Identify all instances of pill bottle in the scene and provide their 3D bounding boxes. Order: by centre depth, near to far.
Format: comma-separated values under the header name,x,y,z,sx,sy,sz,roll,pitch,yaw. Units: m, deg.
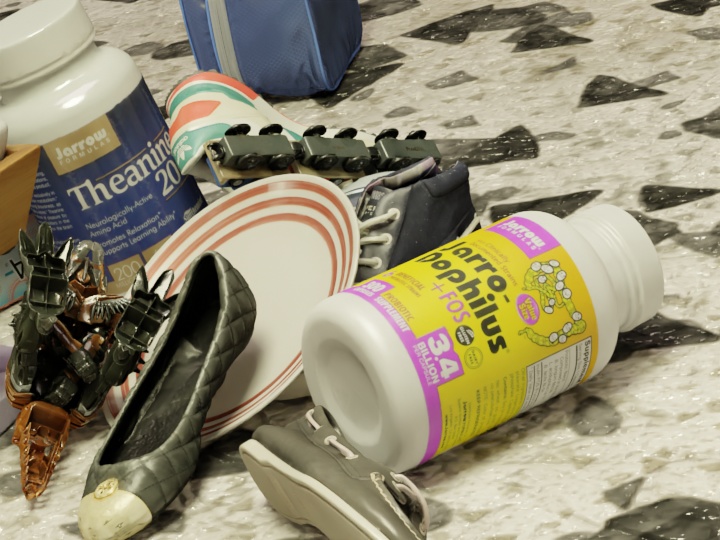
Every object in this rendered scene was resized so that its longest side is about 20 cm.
name,x,y,z,sx,sy,sz,roll,pitch,yaw
pill bottle,0.073,0.031,1.312,0.199,0.105,0.104,-24,23,-28
pill bottle,-0.184,-0.082,1.600,0.110,0.201,0.111,-22,22,10

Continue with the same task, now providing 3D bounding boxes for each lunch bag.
name,x,y,z,sx,sy,sz,roll,pitch,yaw
lunch bag,-0.083,-0.232,2.047,0.131,0.137,0.200,-7,20,14

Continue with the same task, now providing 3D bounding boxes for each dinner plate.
name,x,y,z,sx,sy,sz,roll,pitch,yaw
dinner plate,-0.077,0.028,1.421,0.199,0.024,0.201,-26,39,23

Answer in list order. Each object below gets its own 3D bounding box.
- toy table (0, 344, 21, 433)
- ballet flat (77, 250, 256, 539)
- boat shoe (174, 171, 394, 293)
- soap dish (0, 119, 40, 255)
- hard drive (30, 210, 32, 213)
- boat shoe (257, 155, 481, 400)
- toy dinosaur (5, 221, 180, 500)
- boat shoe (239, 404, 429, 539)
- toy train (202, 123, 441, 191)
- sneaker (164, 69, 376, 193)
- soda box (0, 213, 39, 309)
name,x,y,z,sx,sy,sz,roll,pitch,yaw
toy table,-0.292,0.054,1.452,0.183,0.118,0.200,-4,21,21
ballet flat,-0.116,0.073,1.325,0.066,0.057,0.201,-4,43,30
boat shoe,-0.028,-0.002,1.522,0.199,0.071,0.091,-16,24,7
soap dish,-0.308,-0.027,1.388,0.199,0.082,0.157,-1,22,25
hard drive,-0.280,-0.053,1.673,0.131,0.026,0.200,3,26,37
boat shoe,0.000,0.000,1.450,0.074,0.093,0.200,9,30,44
toy dinosaur,-0.172,0.054,1.410,0.102,0.136,0.201,5,48,-27
boat shoe,-0.002,0.110,1.195,0.057,0.067,0.200,-36,24,-14
toy train,-0.027,-0.072,1.544,0.199,0.034,0.046,-1,-31,-44
sneaker,-0.045,-0.060,1.602,0.199,0.070,0.094,24,37,-22
soda box,-0.246,-0.026,1.707,0.068,0.064,0.200,7,28,44
